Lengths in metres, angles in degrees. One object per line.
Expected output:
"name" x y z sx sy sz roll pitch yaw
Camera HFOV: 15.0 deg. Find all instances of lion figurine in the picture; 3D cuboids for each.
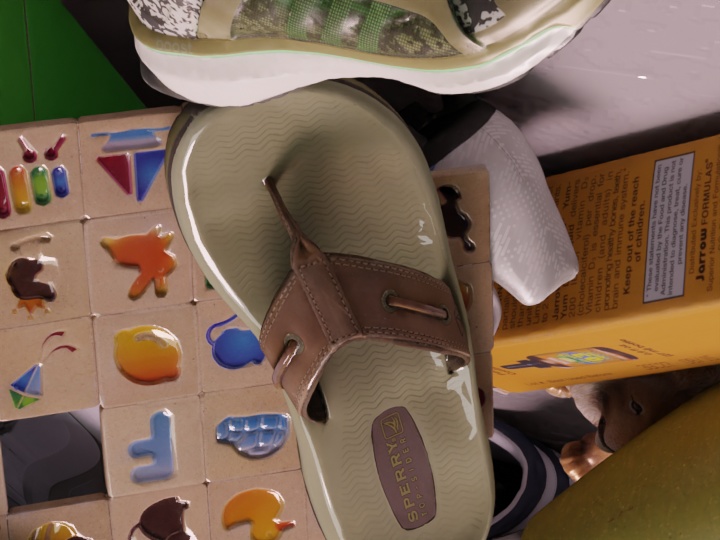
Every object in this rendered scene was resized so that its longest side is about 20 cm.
"lion figurine" 0.156 0.055 1.129 0.200 0.073 0.122 5 159 -33

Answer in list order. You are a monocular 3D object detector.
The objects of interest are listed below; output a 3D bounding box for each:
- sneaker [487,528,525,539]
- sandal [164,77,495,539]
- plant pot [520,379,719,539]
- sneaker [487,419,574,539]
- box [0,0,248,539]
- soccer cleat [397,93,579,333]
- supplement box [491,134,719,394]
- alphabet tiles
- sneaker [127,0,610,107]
"sneaker" 0.100 0.172 1.220 0.076 0.116 0.201 -3 168 -6
"sandal" 0.003 0.022 0.866 0.080 0.057 0.201 -25 118 -4
"plant pot" 0.164 0.105 0.992 0.200 0.187 0.187 -18 150 26
"sneaker" 0.028 0.118 1.347 0.200 0.070 0.108 -12 157 34
"box" -0.138 0.002 0.967 0.176 0.097 0.200 -8 130 42
"soccer cleat" 0.000 0.000 0.982 0.086 0.070 0.200 57 147 -8
"supplement box" 0.101 -0.001 0.970 0.066 0.069 0.200 19 158 -38
"alphabet tiles" -0.053 0.024 0.888 0.200 0.167 0.008 -8 -155 -12
"sneaker" -0.006 -0.098 0.755 0.200 0.077 0.089 -9 144 37
